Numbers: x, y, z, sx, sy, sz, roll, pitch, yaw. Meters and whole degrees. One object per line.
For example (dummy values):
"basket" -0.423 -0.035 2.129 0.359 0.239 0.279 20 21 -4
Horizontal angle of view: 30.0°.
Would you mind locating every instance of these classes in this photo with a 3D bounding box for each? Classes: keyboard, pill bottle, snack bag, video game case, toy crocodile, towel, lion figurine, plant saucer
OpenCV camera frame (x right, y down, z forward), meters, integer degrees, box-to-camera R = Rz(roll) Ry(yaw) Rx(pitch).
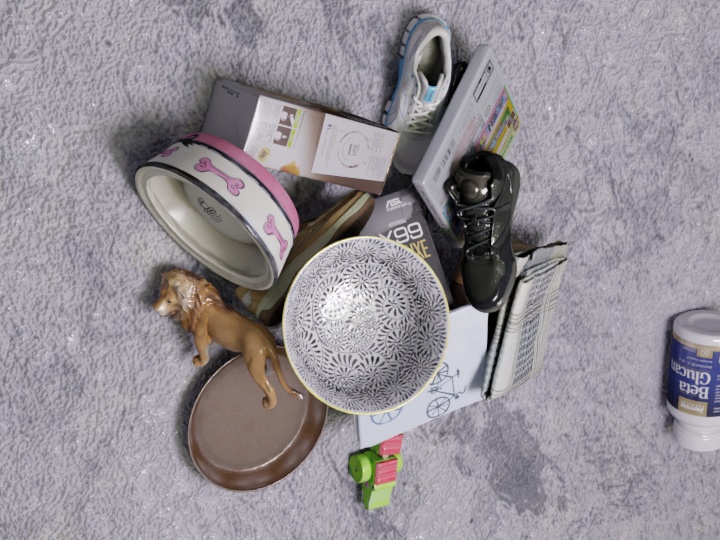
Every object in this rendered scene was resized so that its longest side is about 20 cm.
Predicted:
"keyboard" 0.122 -0.164 1.700 0.039 0.104 0.202 13 105 7
"pill bottle" 0.533 0.173 2.084 0.110 0.111 0.202 -12 114 -28
"snack bag" 0.078 0.125 1.704 0.198 0.021 0.190 -20 133 -17
"video game case" 0.138 -0.153 1.693 0.201 0.022 0.182 -64 151 -15
"toy crocodile" 0.031 0.233 1.818 0.067 0.062 0.202 -4 111 -31
"towel" 0.225 0.063 1.778 0.192 0.034 0.202 -15 118 -61
"lion figurine" -0.151 0.075 1.583 0.073 0.198 0.123 -52 156 -42
"plant saucer" -0.134 0.185 1.713 0.199 0.032 0.202 -12 114 -29

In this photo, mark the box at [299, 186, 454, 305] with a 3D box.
"box" 0.000 0.000 1.671 0.198 0.050 0.159 -18 88 -23

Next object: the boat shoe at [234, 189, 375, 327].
"boat shoe" -0.069 -0.030 1.587 0.200 0.076 0.072 -46 162 -14

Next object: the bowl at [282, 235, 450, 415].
"bowl" -0.004 0.062 1.565 0.199 0.094 0.203 0 90 -15

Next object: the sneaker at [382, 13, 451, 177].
"sneaker" 0.073 -0.211 1.649 0.074 0.087 0.202 4 105 -9

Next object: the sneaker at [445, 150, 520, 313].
"sneaker" 0.144 -0.054 1.640 0.114 0.076 0.202 27 67 -56

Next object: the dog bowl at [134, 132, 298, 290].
"dog bowl" -0.154 -0.071 1.509 0.074 0.199 0.201 -51 127 -22

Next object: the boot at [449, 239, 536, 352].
"boot" 0.177 0.041 1.807 0.199 0.072 0.168 1 105 -54

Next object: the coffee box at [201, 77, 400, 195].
"coffee box" -0.070 -0.156 1.571 0.199 0.114 0.080 11 102 -34
